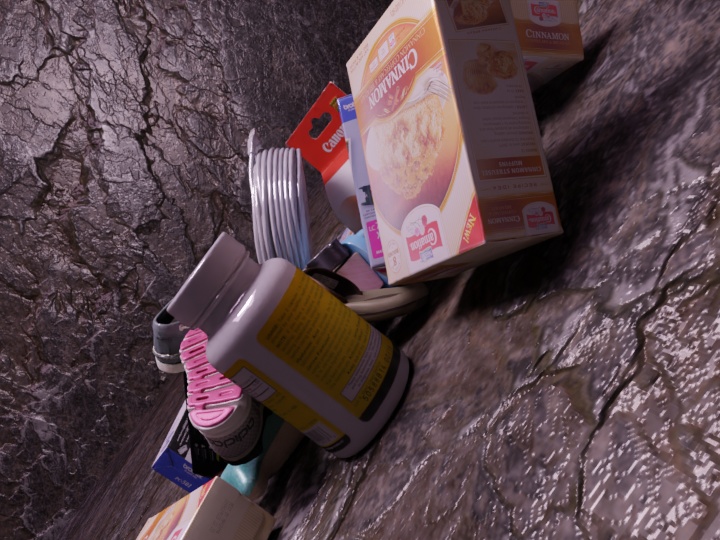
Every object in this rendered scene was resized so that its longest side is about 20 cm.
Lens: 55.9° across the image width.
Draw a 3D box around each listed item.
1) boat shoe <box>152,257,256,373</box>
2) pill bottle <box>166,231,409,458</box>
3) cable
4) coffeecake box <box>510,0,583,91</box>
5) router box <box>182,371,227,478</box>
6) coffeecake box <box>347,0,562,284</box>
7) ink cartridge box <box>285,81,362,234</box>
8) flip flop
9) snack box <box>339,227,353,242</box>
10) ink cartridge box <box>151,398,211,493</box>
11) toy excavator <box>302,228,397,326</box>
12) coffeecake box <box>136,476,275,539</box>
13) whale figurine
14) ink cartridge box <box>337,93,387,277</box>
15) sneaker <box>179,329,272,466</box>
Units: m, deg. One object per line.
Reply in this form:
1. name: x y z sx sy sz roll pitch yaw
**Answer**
1. boat shoe: -0.175 0.032 0.791 0.071 0.063 0.201 6 35 22
2. pill bottle: -0.063 0.061 0.586 0.112 0.199 0.112 -48 13 15
3. cable: -0.101 -0.063 0.910 0.201 0.068 0.203 86 176 -58
4. coffeecake box: 0.120 -0.231 0.753 0.200 0.150 0.075 159 107 -68
5. router box: -0.169 0.143 0.876 0.151 0.061 0.204 -74 -10 -58
6. coffeecake box: 0.065 -0.105 0.540 0.153 0.072 0.204 153 108 -64
7. ink cartridge box: -0.005 -0.129 0.904 0.162 0.199 0.051 -35 20 55
8. flip flop: -0.031 0.024 0.671 0.196 0.059 0.081 -9 12 15
9. snack box: -0.011 -0.061 1.165 0.072 0.024 0.202 -41 17 49
10. ink cartridge box: -0.222 0.232 0.978 0.044 0.093 0.201 -49 13 17
11. toy excavator: 0.000 0.000 0.834 0.200 0.100 0.194 -45 4 -37
12. coffeecake box: -0.180 0.300 0.633 0.200 0.073 0.155 -40 16 46
13. whale figurine: -0.108 0.153 0.738 0.159 0.103 0.202 -39 19 47
14. ink cartridge box: 0.020 -0.095 0.690 0.041 0.205 0.119 -11 -10 13
15. sneaker: -0.130 0.115 0.674 0.072 0.089 0.201 -20 28 -4
